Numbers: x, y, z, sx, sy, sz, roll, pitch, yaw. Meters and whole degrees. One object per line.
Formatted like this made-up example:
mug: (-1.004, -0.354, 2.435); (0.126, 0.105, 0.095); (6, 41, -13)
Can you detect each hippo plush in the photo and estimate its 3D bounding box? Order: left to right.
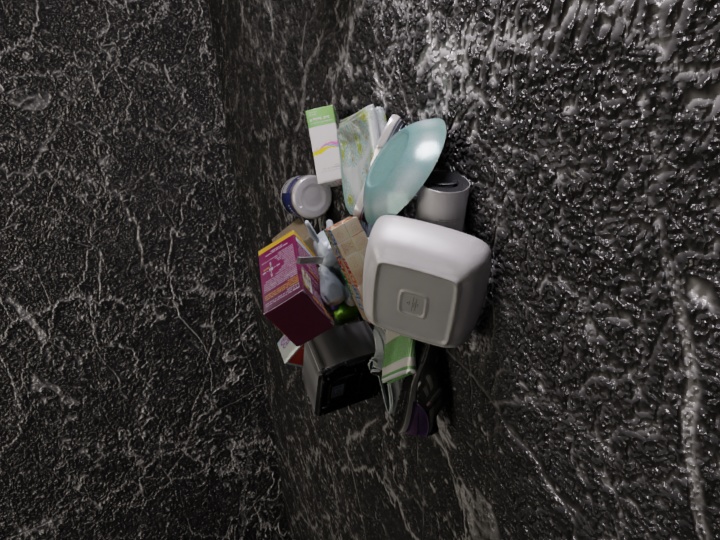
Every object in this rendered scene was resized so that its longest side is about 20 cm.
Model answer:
hippo plush: (-0.055, -0.018, 1.226); (0.161, 0.195, 0.163); (-139, 62, -71)

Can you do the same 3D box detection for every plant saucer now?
plant saucer: (0.056, -0.168, 0.907); (0.201, 0.038, 0.203); (-46, 25, 29)

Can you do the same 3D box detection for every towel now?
towel: (0.008, -0.221, 1.158); (0.170, 0.047, 0.206); (1, 101, 65)
towel: (0.080, 0.107, 1.091); (0.153, 0.023, 0.205); (132, 146, -66)

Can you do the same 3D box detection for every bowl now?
bowl: (0.090, 0.031, 0.868); (0.075, 0.195, 0.204); (-57, -22, -48)

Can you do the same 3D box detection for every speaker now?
speaker: (0.123, -0.051, 0.901); (0.081, 0.079, 0.204); (-127, 32, -50)

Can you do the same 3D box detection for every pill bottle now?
pill bottle: (-0.157, -0.202, 1.550); (0.199, 0.108, 0.114); (-160, 61, -68)

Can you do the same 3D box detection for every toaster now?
toaster: (-0.041, 0.230, 1.346); (0.120, 0.177, 0.203); (57, 151, 38)

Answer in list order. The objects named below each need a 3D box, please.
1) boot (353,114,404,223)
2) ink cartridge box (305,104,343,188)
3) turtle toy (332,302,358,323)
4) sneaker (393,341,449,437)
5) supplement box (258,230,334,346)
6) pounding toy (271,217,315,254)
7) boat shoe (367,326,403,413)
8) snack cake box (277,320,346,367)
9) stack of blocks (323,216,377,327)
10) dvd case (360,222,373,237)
boot: (0.061, -0.175, 1.045); (0.073, 0.089, 0.204); (-48, -21, -70)
ink cartridge box: (-0.069, -0.256, 1.288); (0.117, 0.066, 0.206); (-29, -70, -85)
turtle toy: (-0.059, 0.047, 1.396); (0.100, 0.145, 0.203); (28, 150, 37)
sneaker: (0.128, 0.205, 1.051); (0.076, 0.085, 0.205); (-152, 77, -78)
supplement box: (-0.140, 0.037, 1.223); (0.132, 0.102, 0.202); (52, -166, -40)
pounding toy: (-0.143, 0.004, 1.501); (0.202, 0.141, 0.184); (54, 178, -27)
boat shoe: (0.056, 0.210, 1.234); (0.070, 0.070, 0.205); (122, 133, -62)
snack cake box: (-0.095, 0.185, 1.412); (0.115, 0.198, 0.068); (-47, 49, 18)
stack of blocks: (0.000, 0.000, 1.095); (0.204, 0.058, 0.115); (64, 169, -10)
dvd case: (0.022, -0.041, 1.276); (0.144, 0.017, 0.203); (-119, 26, -43)
